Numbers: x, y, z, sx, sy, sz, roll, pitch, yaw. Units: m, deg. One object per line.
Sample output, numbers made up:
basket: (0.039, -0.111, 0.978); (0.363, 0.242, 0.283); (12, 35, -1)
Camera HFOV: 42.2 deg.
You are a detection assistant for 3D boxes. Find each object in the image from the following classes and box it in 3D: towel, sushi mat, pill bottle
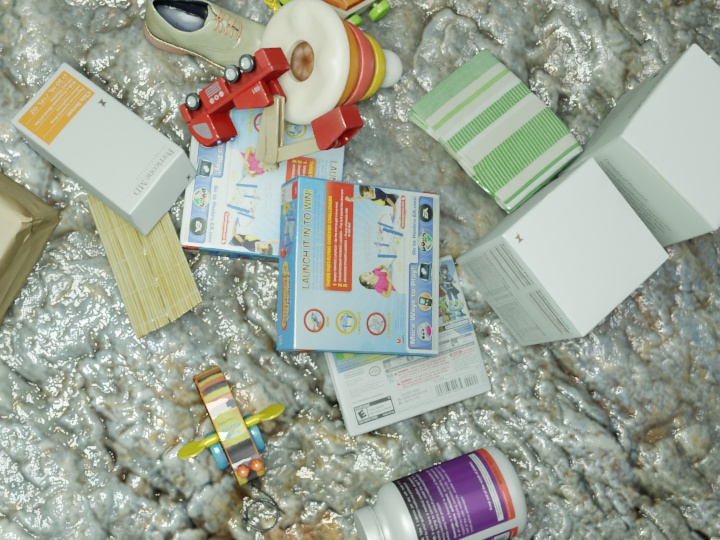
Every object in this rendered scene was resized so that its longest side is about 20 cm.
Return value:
towel: (0.179, -0.186, 1.233); (0.152, 0.023, 0.200); (-38, 71, -13)
sushi mat: (-0.262, -0.026, 1.125); (0.095, 0.012, 0.202); (-26, 74, 7)
pill bottle: (0.096, 0.296, 1.134); (0.197, 0.112, 0.114); (-17, 86, -12)

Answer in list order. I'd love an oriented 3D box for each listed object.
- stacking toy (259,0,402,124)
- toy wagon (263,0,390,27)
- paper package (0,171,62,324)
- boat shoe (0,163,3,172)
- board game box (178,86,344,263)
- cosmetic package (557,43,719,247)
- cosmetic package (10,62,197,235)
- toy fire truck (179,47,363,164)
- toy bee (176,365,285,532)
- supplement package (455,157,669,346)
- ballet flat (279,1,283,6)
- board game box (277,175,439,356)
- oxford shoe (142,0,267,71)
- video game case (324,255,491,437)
stacking toy: (-0.018, -0.255, 1.170); (0.199, 0.145, 0.149); (-7, 82, -51)
toy wagon: (-0.048, -0.376, 1.196); (0.156, 0.039, 0.200); (51, 47, -2)
paper package: (-0.470, -0.036, 1.038); (0.199, 0.103, 0.192); (33, 99, 3)
boat shoe: (-0.445, -0.085, 1.108); (0.056, 0.067, 0.203); (-17, 89, -17)
board game box: (-0.122, -0.114, 1.178); (0.192, 0.056, 0.204); (7, 81, -10)
cosmetic package: (0.396, -0.148, 1.207); (0.166, 0.200, 0.168); (42, 76, -2)
cosmetic package: (-0.305, -0.145, 1.112); (0.199, 0.071, 0.102); (35, 77, 14)
toy fire truck: (-0.108, -0.177, 1.083); (0.198, 0.049, 0.143); (-27, 89, 29)
toy bee: (-0.138, 0.206, 1.106); (0.200, 0.109, 0.131); (46, 75, -2)
supplement package: (0.242, -0.015, 1.159); (0.151, 0.200, 0.151); (-39, 90, -13)
ballet flat: (-0.085, -0.378, 1.219); (0.066, 0.057, 0.203); (-20, 82, -14)
board game box: (0.000, 0.000, 1.128); (0.193, 0.056, 0.204); (5, 82, -27)
oxford shoe: (-0.177, -0.299, 1.182); (0.197, 0.074, 0.072); (7, 79, -13)
video game case: (0.052, 0.095, 1.200); (0.197, 0.022, 0.185); (-16, 86, -12)
